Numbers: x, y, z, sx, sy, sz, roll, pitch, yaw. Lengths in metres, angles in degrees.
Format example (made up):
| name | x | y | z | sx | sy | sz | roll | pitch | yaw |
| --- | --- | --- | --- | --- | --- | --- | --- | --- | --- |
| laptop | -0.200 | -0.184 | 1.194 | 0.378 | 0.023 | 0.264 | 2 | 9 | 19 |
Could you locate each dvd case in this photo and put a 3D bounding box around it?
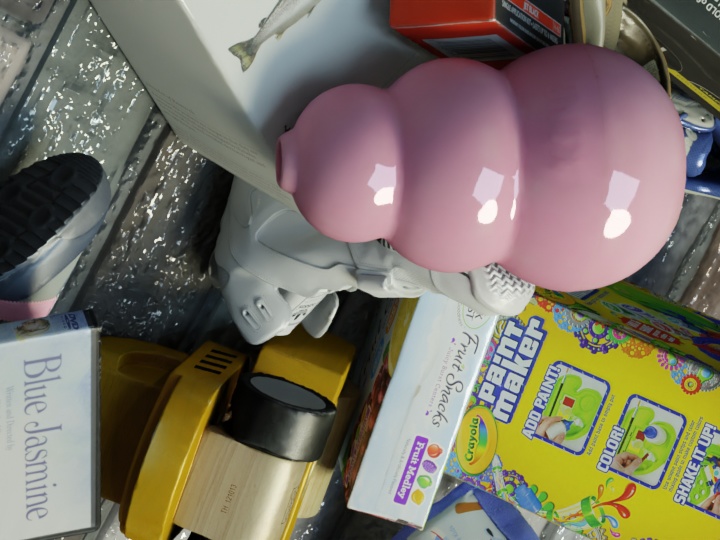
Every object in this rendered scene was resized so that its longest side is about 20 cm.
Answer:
| name | x | y | z | sx | sy | sz | roll | pitch | yaw |
| --- | --- | --- | --- | --- | --- | --- | --- | --- | --- |
| dvd case | -0.226 | 0.093 | 1.344 | 0.199 | 0.018 | 0.143 | -10 | 131 | -17 |

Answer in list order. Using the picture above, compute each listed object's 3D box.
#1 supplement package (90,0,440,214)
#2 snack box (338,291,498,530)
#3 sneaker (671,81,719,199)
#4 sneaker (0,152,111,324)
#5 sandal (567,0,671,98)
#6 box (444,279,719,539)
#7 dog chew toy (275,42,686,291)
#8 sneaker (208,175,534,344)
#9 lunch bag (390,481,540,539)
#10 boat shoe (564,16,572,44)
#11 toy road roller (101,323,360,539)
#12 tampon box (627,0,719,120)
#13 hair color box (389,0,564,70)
| name | x | y | z | sx | sy | sz | roll | pitch | yaw |
| --- | --- | --- | --- | --- | --- | --- | --- | --- | --- |
| supplement package | -0.059 | -0.146 | 1.379 | 0.117 | 0.117 | 0.200 | -46 | 137 | -14 |
| snack box | 0.041 | 0.030 | 1.568 | 0.053 | 0.142 | 0.200 | 18 | 103 | -6 |
| sneaker | 0.174 | -0.096 | 1.663 | 0.200 | 0.088 | 0.075 | 17 | 103 | -47 |
| sneaker | -0.191 | 0.029 | 1.390 | 0.200 | 0.070 | 0.082 | -45 | 132 | -3 |
| sandal | 0.140 | -0.109 | 1.456 | 0.080 | 0.054 | 0.200 | -65 | 159 | -55 |
| box | 0.170 | 0.090 | 1.633 | 0.200 | 0.192 | 0.122 | -25 | 137 | -76 |
| dog chew toy | 0.058 | -0.053 | 1.355 | 0.199 | 0.125 | 0.125 | 1 | 116 | -11 |
| sneaker | 0.000 | 0.000 | 1.469 | 0.075 | 0.200 | 0.115 | -5 | 123 | -56 |
| lunch bag | 0.071 | 0.242 | 1.649 | 0.124 | 0.170 | 0.200 | -12 | 147 | -43 |
| boat shoe | 0.123 | -0.077 | 1.584 | 0.062 | 0.073 | 0.200 | -2 | 141 | -4 |
| toy road roller | -0.089 | 0.091 | 1.512 | 0.200 | 0.146 | 0.123 | -47 | 158 | -77 |
| tampon box | 0.253 | -0.196 | 1.606 | 0.150 | 0.126 | 0.200 | 39 | 84 | -7 |
| hair color box | 0.064 | -0.210 | 1.393 | 0.101 | 0.061 | 0.201 | 21 | 68 | -64 |
